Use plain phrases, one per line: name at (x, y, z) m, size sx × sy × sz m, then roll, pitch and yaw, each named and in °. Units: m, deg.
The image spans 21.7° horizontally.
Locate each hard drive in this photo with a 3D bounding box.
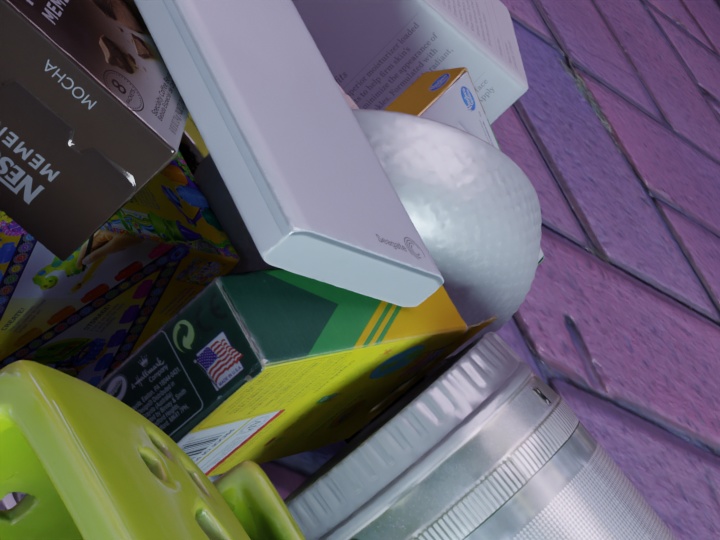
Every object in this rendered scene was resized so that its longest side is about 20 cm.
hard drive at (-0.042, -0.079, 0.890) m, size 0.132 × 0.027 × 0.201 m, roll 18°, pitch 39°, yaw -56°

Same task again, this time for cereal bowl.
cereal bowl at (0.000, 0.000, 1.032) m, size 0.200 × 0.200 × 0.084 m, roll 30°, pitch 52°, yaw -37°

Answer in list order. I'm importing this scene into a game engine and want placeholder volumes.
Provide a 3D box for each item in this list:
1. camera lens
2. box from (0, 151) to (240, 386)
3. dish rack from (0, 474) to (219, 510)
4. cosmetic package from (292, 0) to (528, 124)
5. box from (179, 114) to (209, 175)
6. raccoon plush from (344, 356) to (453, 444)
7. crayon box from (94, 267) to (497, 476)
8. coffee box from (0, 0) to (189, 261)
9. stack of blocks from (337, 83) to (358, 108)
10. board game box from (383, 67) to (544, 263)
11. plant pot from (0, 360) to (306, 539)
camera lens at (0.071, 0.154, 0.932) m, size 0.200 × 0.160 × 0.160 m, roll 50°, pitch 21°, yaw 2°
box at (-0.200, -0.056, 0.959) m, size 0.192 × 0.122 × 0.200 m, roll 14°, pitch 38°, yaw -54°
dish rack at (-0.089, 0.160, 0.894) m, size 0.200 × 0.044 × 0.172 m, roll 50°, pitch 22°, yaw 9°
cosmetic package at (0.003, -0.185, 1.511) m, size 0.200 × 0.165 × 0.165 m, roll 39°, pitch 22°, yaw -21°
box at (-0.099, -0.071, 1.129) m, size 0.075 × 0.050 × 0.200 m, roll 51°, pitch -15°, yaw 11°
raccoon plush at (0.069, 0.067, 1.172) m, size 0.134 × 0.096 × 0.201 m, roll 43°, pitch 59°, yaw -47°
crayon box at (-0.036, 0.048, 0.921) m, size 0.200 × 0.127 × 0.051 m, roll -6°, pitch 61°, yaw -55°
coffee box at (-0.139, -0.107, 0.888) m, size 0.113 × 0.080 × 0.200 m, roll 42°, pitch 22°, yaw -17°
stack of blocks at (-0.084, -0.113, 1.289) m, size 0.200 × 0.115 × 0.059 m, roll 52°, pitch 22°, yaw 14°
board game box at (0.030, -0.016, 1.221) m, size 0.200 × 0.040 × 0.154 m, roll -44°, pitch 120°, yaw -38°
plant pot at (-0.092, 0.177, 0.661) m, size 0.199 × 0.200 × 0.181 m, roll 57°, pitch 16°, yaw 26°
